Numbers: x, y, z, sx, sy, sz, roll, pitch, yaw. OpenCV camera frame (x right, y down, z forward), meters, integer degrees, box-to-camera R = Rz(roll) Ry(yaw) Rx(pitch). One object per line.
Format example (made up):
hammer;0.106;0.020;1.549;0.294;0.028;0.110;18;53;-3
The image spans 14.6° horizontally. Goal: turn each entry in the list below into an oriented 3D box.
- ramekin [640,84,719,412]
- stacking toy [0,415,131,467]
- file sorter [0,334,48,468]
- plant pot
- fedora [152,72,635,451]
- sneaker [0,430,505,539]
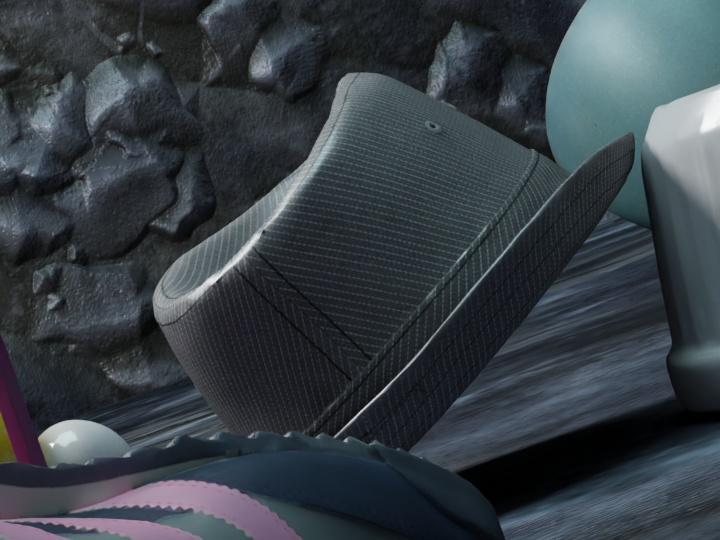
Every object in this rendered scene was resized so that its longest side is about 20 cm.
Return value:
ramekin;0.178;-0.032;0.870;0.202;0.094;0.202;-20;0;0
stacking toy;-0.199;0.095;1.283;0.200;0.146;0.146;-1;-7;-23
file sorter;-0.167;0.077;0.552;0.200;0.126;0.139;-19;0;35
plant pot;0.235;-0.096;1.764;0.200;0.200;0.135;-20;38;-20
fedora;0.000;0.000;0.883;0.177;0.090;0.200;-47;0;22
sneaker;-0.041;0.074;0.466;0.200;0.082;0.070;3;-48;-41
